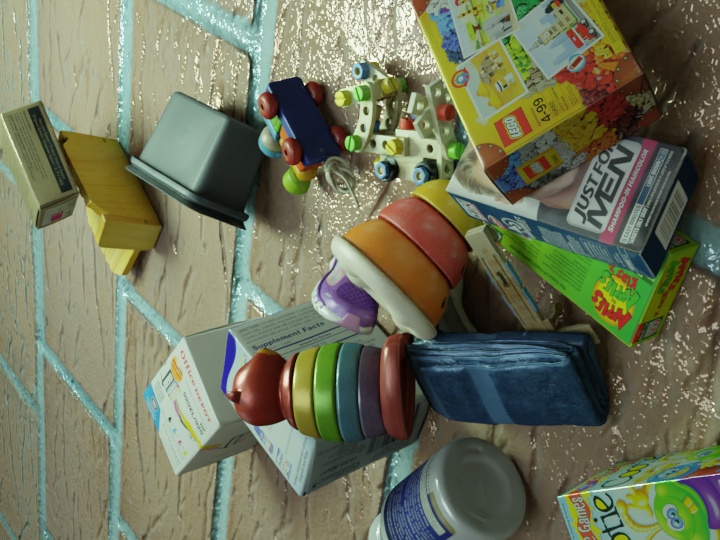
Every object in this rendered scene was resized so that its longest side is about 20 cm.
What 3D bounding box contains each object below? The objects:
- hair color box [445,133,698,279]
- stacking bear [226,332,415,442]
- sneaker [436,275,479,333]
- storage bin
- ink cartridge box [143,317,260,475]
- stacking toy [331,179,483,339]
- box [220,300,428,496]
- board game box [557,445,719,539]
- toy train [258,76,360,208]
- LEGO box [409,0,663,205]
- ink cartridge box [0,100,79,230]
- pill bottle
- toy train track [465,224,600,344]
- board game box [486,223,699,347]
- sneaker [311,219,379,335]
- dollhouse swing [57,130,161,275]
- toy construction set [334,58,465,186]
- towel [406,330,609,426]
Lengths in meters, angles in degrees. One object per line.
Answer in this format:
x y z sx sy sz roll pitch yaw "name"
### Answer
0.184 -0.076 0.854 0.198 0.060 0.101 22 82 36 "hair color box"
-0.044 0.128 1.043 0.196 0.121 0.116 -2 87 11 "stacking bear"
0.088 0.067 1.082 0.074 0.078 0.204 -23 84 50 "sneaker"
-0.218 -0.161 1.372 0.199 0.144 0.136 31 97 43 "storage bin"
-0.214 0.190 1.453 0.200 0.143 0.149 -47 64 47 "ink cartridge box"
0.079 -0.044 0.991 0.200 0.146 0.146 -47 54 -3 "stacking toy"
-0.046 0.145 1.192 0.200 0.182 0.106 47 138 33 "box"
0.291 0.222 0.850 0.199 0.102 0.107 -28 80 52 "board game box"
-0.068 -0.133 1.222 0.202 0.084 0.116 62 151 17 "toy train"
0.148 -0.186 0.835 0.147 0.077 0.203 -30 58 17 "LEGO box"
-0.541 -0.172 1.611 0.167 0.074 0.200 67 158 -2 "ink cartridge box"
0.091 0.287 1.114 0.121 0.118 0.200 61 140 18 "pill bottle"
0.169 0.032 0.955 0.114 0.033 0.201 -18 117 42 "toy train track"
0.213 -0.031 0.915 0.200 0.047 0.103 42 132 37 "board game box"
0.000 0.000 1.116 0.080 0.201 0.089 28 113 -6 "sneaker"
-0.469 -0.103 1.680 0.176 0.181 0.202 -42 67 26 "dollhouse swing"
0.051 -0.162 1.056 0.199 0.091 0.134 25 121 58 "toy construction set"
0.149 0.115 0.981 0.197 0.049 0.113 -4 126 36 "towel"
